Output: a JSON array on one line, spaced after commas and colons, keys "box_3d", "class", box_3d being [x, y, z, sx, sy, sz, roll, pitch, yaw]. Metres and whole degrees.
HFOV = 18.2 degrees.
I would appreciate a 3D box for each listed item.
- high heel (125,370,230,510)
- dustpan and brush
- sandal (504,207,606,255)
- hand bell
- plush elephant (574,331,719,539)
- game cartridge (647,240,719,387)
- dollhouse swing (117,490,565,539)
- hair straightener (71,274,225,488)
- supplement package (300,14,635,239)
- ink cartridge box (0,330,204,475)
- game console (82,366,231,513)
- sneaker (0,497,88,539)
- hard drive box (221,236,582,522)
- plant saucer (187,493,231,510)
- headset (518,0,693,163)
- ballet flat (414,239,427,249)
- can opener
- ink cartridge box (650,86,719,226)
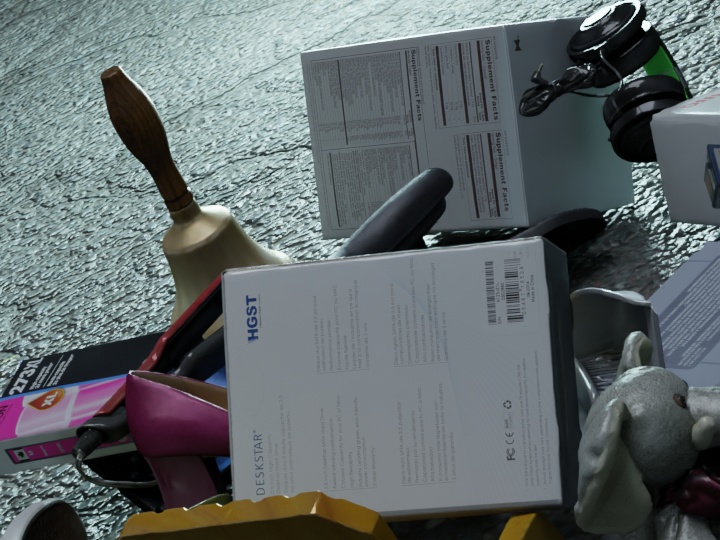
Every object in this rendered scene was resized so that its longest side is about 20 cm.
[{"box_3d": [-0.047, 0.082, 1.414, 0.199, 0.097, 0.067, -19, 6, -1], "class": "high heel"}, {"box_3d": [0.138, 0.065, 1.386, 0.057, 0.140, 0.200, -10, 15, -5], "class": "dustpan and brush"}, {"box_3d": [0.104, 0.012, 1.621, 0.199, 0.045, 0.075, -26, -20, -32], "class": "sandal"}, {"box_3d": [-0.131, -0.056, 1.582, 0.104, 0.201, 0.104, -21, 29, 12], "class": "hand bell"}, {"box_3d": [0.187, 0.108, 1.206, 0.199, 0.155, 0.165, -15, 24, 18], "class": "plush elephant"}, {"box_3d": [0.237, 0.040, 1.466, 0.133, 0.041, 0.200, -2, 31, 48], "class": "game cartridge"}, {"box_3d": [-0.012, 0.157, 1.267, 0.199, 0.176, 0.182, -10, 26, 31], "class": "dollhouse swing"}, {"box_3d": [-0.116, 0.078, 1.479, 0.077, 0.041, 0.200, 28, 45, 19], "class": "hair straightener"}, {"box_3d": [0.083, -0.110, 1.736, 0.199, 0.152, 0.151, -3, 6, 40], "class": "supplement package"}, {"box_3d": [-0.206, 0.096, 1.577, 0.199, 0.037, 0.095, -15, 32, 30], "class": "ink cartridge box"}, {"box_3d": [-0.091, 0.072, 1.563, 0.176, 0.117, 0.200, 34, 61, 26], "class": "game console"}, {"box_3d": [-0.248, 0.220, 1.484, 0.084, 0.073, 0.200, -17, 21, 25], "class": "sneaker"}, {"box_3d": [0.025, 0.070, 1.329, 0.199, 0.157, 0.077, -5, -8, 16], "class": "hard drive box"}, {"box_3d": [-0.150, 0.209, 1.363, 0.200, 0.031, 0.200, -38, -9, -7], "class": "plant saucer"}, {"box_3d": [0.187, -0.133, 1.651, 0.094, 0.124, 0.200, -29, -10, 23], "class": "headset"}, {"box_3d": [0.029, 0.022, 1.705, 0.066, 0.057, 0.200, -42, 12, 16], "class": "ballet flat"}, {"box_3d": [0.000, 0.000, 1.537, 0.200, 0.079, 0.063, -48, -6, -38], "class": "can opener"}, {"box_3d": [0.322, -0.087, 1.554, 0.145, 0.088, 0.200, -21, 17, -31], "class": "ink cartridge box"}]
